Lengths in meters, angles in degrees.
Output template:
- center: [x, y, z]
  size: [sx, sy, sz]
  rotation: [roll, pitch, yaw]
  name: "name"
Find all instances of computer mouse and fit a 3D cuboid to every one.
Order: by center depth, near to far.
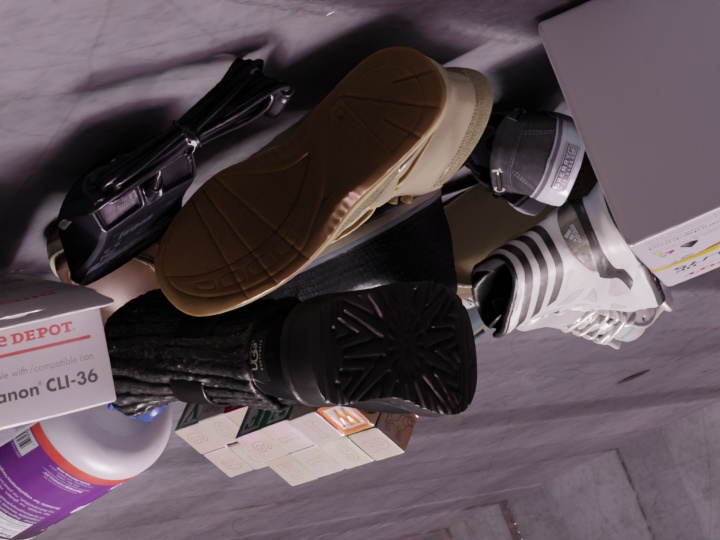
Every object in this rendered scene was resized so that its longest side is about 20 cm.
- center: [-0.107, -0.062, 1.393]
  size: [0.140, 0.046, 0.200]
  rotation: [-35, 174, -16]
  name: "computer mouse"

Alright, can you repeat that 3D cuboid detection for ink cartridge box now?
- center: [-0.214, 0.050, 1.445]
  size: [0.116, 0.068, 0.200]
  rotation: [-14, -172, -22]
  name: "ink cartridge box"
- center: [0.213, -0.093, 1.544]
  size: [0.146, 0.147, 0.200]
  rotation: [-23, 168, 10]
  name: "ink cartridge box"

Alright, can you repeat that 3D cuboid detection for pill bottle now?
- center: [-0.229, 0.122, 1.799]
  size: [0.112, 0.113, 0.200]
  rotation: [-9, 163, -46]
  name: "pill bottle"

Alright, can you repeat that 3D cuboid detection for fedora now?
- center: [0.000, 0.000, 1.606]
  size: [0.200, 0.092, 0.201]
  rotation: [-27, -175, 3]
  name: "fedora"

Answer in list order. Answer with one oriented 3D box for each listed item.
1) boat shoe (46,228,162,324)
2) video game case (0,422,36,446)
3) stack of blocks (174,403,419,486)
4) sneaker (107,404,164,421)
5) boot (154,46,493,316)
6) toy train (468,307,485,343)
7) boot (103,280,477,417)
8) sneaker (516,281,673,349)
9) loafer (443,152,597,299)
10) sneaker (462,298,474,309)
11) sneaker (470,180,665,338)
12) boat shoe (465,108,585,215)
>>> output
- center: [-0.132, 0.018, 1.580]
  size: [0.074, 0.075, 0.202]
  rotation: [-24, 164, 9]
  name: "boat shoe"
- center: [-0.282, 0.092, 1.546]
  size: [0.199, 0.022, 0.182]
  rotation: [-7, -171, 17]
  name: "video game case"
- center: [-0.038, 0.083, 1.739]
  size: [0.200, 0.059, 0.116]
  rotation: [-21, -144, 45]
  name: "stack of blocks"
- center: [-0.161, 0.058, 1.697]
  size: [0.199, 0.089, 0.075]
  rotation: [-9, 164, -42]
  name: "sneaker"
- center: [-0.016, -0.049, 1.448]
  size: [0.200, 0.073, 0.155]
  rotation: [-43, 171, 13]
  name: "boot"
- center: [0.045, 0.044, 1.945]
  size: [0.200, 0.085, 0.114]
  rotation: [-34, 175, -40]
  name: "toy train"
- center: [-0.040, 0.047, 1.502]
  size: [0.157, 0.080, 0.211]
  rotation: [-5, 172, 33]
  name: "boot"
- center: [0.170, 0.017, 1.804]
  size: [0.070, 0.081, 0.200]
  rotation: [-30, 175, 35]
  name: "sneaker"
- center: [0.121, -0.046, 1.787]
  size: [0.199, 0.076, 0.067]
  rotation: [-29, 170, -17]
  name: "loafer"
- center: [0.083, -0.013, 1.846]
  size: [0.200, 0.078, 0.082]
  rotation: [-23, 177, -43]
  name: "sneaker"
- center: [0.130, 0.000, 1.674]
  size: [0.115, 0.076, 0.200]
  rotation: [-24, 164, 8]
  name: "sneaker"
- center: [0.097, -0.073, 1.627]
  size: [0.066, 0.070, 0.200]
  rotation: [18, -175, -3]
  name: "boat shoe"
